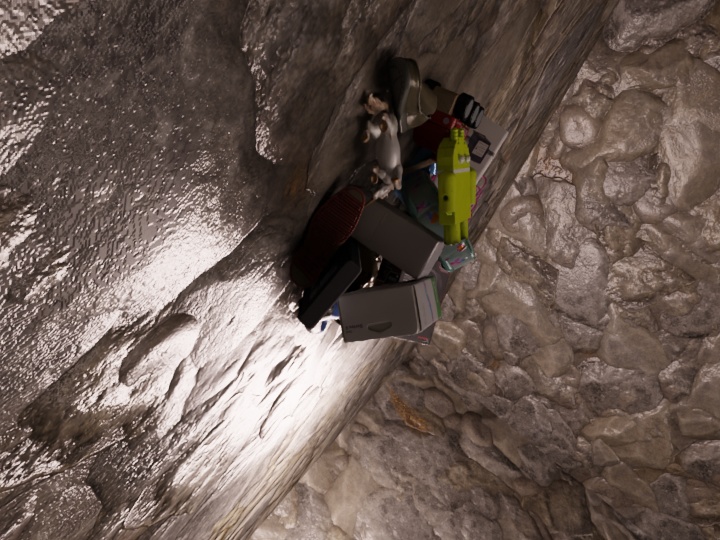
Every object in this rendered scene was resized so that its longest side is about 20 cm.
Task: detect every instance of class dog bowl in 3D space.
[{"bbox_3d":[0.148,-0.234,1.359,0.201,0.049,0.112,-52,166,-10],"label":"dog bowl"}]

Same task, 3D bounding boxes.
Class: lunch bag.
[{"bbox_3d":[0.157,-0.099,1.224,0.076,0.202,0.161,-31,-162,10],"label":"lunch bag"}]

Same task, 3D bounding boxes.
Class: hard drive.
[{"bbox_3d":[-0.055,0.009,1.086,0.140,0.033,0.201,-50,-166,13],"label":"hard drive"}]

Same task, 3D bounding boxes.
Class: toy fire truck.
[{"bbox_3d":[0.136,-0.254,1.172,0.203,0.127,0.176,-68,163,13],"label":"toy fire truck"}]

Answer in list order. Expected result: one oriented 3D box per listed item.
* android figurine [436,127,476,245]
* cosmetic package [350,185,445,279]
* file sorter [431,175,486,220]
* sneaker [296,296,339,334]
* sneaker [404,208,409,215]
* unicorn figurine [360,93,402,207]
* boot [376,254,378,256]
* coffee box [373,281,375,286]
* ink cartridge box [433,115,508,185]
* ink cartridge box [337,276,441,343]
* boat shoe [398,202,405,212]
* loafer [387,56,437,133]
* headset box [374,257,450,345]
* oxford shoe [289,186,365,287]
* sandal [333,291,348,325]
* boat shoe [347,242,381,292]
[{"bbox_3d":[0.172,-0.152,1.073,0.181,0.040,0.205,-21,111,-65],"label":"android figurine"},{"bbox_3d":[0.055,-0.071,1.110,0.091,0.199,0.107,-56,165,12],"label":"cosmetic package"},{"bbox_3d":[0.250,-0.184,1.660,0.139,0.125,0.201,-46,164,-29],"label":"file sorter"},{"bbox_3d":[-0.102,0.086,1.253,0.200,0.076,0.072,136,-42,-63],"label":"sneaker"},{"bbox_3d":[0.126,-0.097,1.357,0.199,0.074,0.117,-3,92,-78],"label":"sneaker"},{"bbox_3d":[0.039,-0.180,0.968,0.138,0.072,0.204,-61,159,-69],"label":"unicorn figurine"},{"bbox_3d":[0.004,-0.007,1.381,0.185,0.064,0.202,-19,142,-54],"label":"boot"},{"bbox_3d":[0.051,0.077,1.415,0.080,0.113,0.199,-51,-150,-12],"label":"coffee box"},{"bbox_3d":[0.230,-0.225,1.329,0.201,0.084,0.145,-54,175,-28],"label":"ink cartridge box"},{"bbox_3d":[0.058,0.068,1.089,0.200,0.142,0.090,-16,95,-72],"label":"ink cartridge box"},{"bbox_3d":[0.113,-0.122,1.480,0.066,0.073,0.203,-102,-148,-70],"label":"boat shoe"},{"bbox_3d":[0.084,-0.281,0.943,0.068,0.077,0.200,-14,175,3],"label":"loafer"},{"bbox_3d":[0.104,0.042,1.271,0.147,0.074,0.204,17,90,-40],"label":"headset box"},{"bbox_3d":[-0.057,-0.066,1.052,0.201,0.070,0.075,-52,180,17],"label":"oxford shoe"},{"bbox_3d":[-0.030,0.091,1.264,0.055,0.079,0.200,-62,-178,-13],"label":"sandal"},{"bbox_3d":[0.000,0.000,1.247,0.063,0.072,0.201,-52,168,-33],"label":"boat shoe"}]
